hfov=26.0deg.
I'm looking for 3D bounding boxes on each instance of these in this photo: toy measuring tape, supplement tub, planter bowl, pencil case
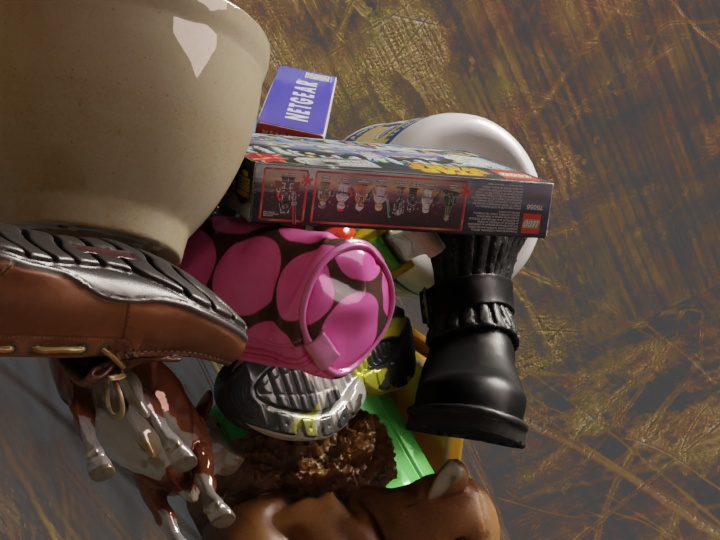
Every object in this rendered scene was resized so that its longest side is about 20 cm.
[{"bbox_3d":[0.000,0.000,1.093,0.074,0.074,0.200,63,-15,-5],"label":"toy measuring tape"},{"bbox_3d":[0.043,-0.050,1.263,0.145,0.145,0.200,63,-18,-12],"label":"supplement tub"},{"bbox_3d":[-0.156,-0.072,0.885,0.200,0.200,0.135,50,42,-69],"label":"planter bowl"},{"bbox_3d":[-0.083,0.016,0.945,0.094,0.200,0.091,-50,134,-42],"label":"pencil case"}]

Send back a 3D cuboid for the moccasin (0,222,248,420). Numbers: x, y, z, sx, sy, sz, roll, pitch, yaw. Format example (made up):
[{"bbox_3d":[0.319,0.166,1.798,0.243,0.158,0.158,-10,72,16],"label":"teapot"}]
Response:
[{"bbox_3d":[-0.138,0.028,0.798,0.074,0.078,0.201,34,13,32],"label":"moccasin"}]

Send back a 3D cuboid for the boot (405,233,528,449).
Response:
[{"bbox_3d":[0.077,0.035,1.066,0.211,0.079,0.158,180,-83,-89],"label":"boot"}]

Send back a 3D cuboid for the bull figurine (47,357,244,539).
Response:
[{"bbox_3d":[-0.121,0.098,0.916,0.121,0.065,0.200,60,3,40],"label":"bull figurine"}]

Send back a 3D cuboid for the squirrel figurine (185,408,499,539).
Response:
[{"bbox_3d":[-0.009,0.166,1.035,0.200,0.186,0.142,67,6,32],"label":"squirrel figurine"}]

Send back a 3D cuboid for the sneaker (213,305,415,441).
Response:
[{"bbox_3d":[-0.040,0.074,1.049,0.200,0.085,0.075,-11,88,-56],"label":"sneaker"}]

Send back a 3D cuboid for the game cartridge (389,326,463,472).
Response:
[{"bbox_3d":[0.016,0.114,1.320,0.176,0.032,0.200,34,-37,30],"label":"game cartridge"}]

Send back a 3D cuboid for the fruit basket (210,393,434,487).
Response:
[{"bbox_3d":[-0.021,0.159,1.278,0.216,0.155,0.216,47,21,-25],"label":"fruit basket"}]

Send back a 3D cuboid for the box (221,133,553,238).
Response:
[{"bbox_3d":[0.004,-0.057,1.003,0.137,0.200,0.040,-147,-118,-64],"label":"box"}]

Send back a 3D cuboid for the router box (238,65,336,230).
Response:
[{"bbox_3d":[-0.063,-0.046,1.178,0.200,0.049,0.180,-85,-173,-71],"label":"router box"}]

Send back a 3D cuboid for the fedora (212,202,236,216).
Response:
[{"bbox_3d":[-0.140,-0.059,1.089,0.201,0.092,0.201,47,30,-38],"label":"fedora"}]

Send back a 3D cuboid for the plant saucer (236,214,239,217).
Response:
[{"bbox_3d":[-0.165,-0.077,1.201,0.200,0.027,0.200,35,44,-42],"label":"plant saucer"}]
